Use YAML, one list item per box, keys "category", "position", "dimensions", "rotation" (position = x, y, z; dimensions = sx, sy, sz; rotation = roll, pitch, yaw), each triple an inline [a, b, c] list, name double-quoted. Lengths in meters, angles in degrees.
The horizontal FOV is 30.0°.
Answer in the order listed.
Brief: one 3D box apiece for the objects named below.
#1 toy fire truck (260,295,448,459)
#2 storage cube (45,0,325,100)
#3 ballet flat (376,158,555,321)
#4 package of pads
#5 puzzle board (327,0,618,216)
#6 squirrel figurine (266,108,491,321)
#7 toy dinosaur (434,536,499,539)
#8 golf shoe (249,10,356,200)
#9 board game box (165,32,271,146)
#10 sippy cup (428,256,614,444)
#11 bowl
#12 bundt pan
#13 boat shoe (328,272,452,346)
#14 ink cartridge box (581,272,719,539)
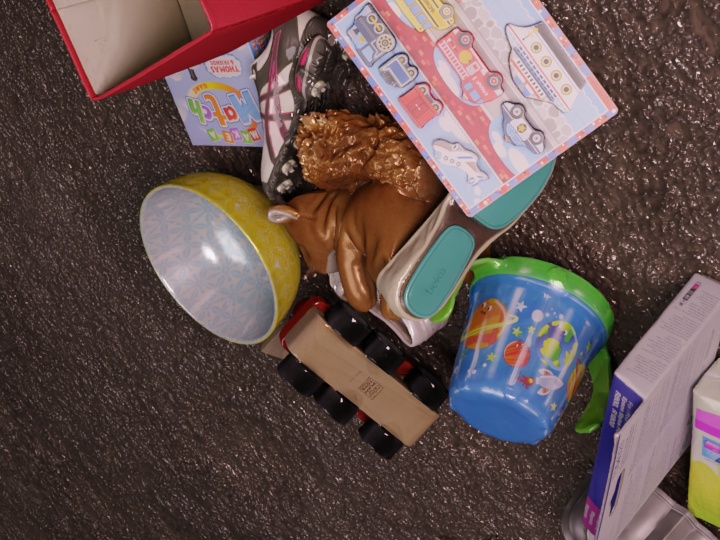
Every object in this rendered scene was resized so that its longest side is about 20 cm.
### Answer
- category: "toy fire truck"
  position: [-0.022, 0.099, 1.434]
  dimensions: [0.176, 0.129, 0.200]
  rotation: [39, -172, -21]
- category: "storage cube"
  position: [-0.154, -0.271, 1.150]
  dimensions: [0.200, 0.180, 0.171]
  rotation: [-18, 98, 44]
- category: "ballet flat"
  position: [0.087, -0.044, 1.157]
  dimensions: [0.069, 0.200, 0.069]
  rotation: [41, 174, 5]
- category: "package of pads"
  position: [0.375, 0.177, 1.127]
  dimensions: [0.200, 0.068, 0.155]
  rotation: [22, 136, 34]
- category: "puzzle board"
  position: [0.089, -0.165, 1.088]
  dimensions: [0.151, 0.017, 0.200]
  rotation: [-36, 95, 16]
- category: "squirrel figurine"
  position: [0.003, -0.065, 1.262]
  dimensions: [0.186, 0.141, 0.200]
  rotation: [16, 124, 43]
- category: "toy dinosaur"
  position: [0.161, 0.358, 1.545]
  dimensions: [0.200, 0.047, 0.088]
  rotation: [37, 149, 22]
- category: "golf shoe"
  position: [-0.065, -0.162, 1.287]
  dimensions: [0.088, 0.077, 0.200]
  rotation: [39, 130, 24]
- category: "board game box"
  position: [-0.147, -0.220, 1.352]
  dimensions: [0.151, 0.037, 0.200]
  rotation: [6, 127, 43]
- category: "sippy cup"
  position: [0.143, 0.078, 1.199]
  dimensions: [0.178, 0.130, 0.140]
  rotation: [20, 153, 10]
- category: "bowl"
  position: [-0.131, -0.032, 1.444]
  dimensions: [0.200, 0.108, 0.200]
  rotation: [28, 139, 27]
- category: "bundt pan"
  position: [0.271, 0.280, 1.274]
  dimensions: [0.202, 0.076, 0.202]
  rotation: [41, 162, 16]
- category: "boat shoe"
  position: [0.000, 0.000, 1.365]
  dimensions: [0.200, 0.069, 0.071]
  rotation: [39, 147, 16]
- category: "ink cartridge box"
  position: [0.234, 0.131, 1.123]
  dimensions: [0.043, 0.200, 0.197]
  rotation: [29, 139, 26]
